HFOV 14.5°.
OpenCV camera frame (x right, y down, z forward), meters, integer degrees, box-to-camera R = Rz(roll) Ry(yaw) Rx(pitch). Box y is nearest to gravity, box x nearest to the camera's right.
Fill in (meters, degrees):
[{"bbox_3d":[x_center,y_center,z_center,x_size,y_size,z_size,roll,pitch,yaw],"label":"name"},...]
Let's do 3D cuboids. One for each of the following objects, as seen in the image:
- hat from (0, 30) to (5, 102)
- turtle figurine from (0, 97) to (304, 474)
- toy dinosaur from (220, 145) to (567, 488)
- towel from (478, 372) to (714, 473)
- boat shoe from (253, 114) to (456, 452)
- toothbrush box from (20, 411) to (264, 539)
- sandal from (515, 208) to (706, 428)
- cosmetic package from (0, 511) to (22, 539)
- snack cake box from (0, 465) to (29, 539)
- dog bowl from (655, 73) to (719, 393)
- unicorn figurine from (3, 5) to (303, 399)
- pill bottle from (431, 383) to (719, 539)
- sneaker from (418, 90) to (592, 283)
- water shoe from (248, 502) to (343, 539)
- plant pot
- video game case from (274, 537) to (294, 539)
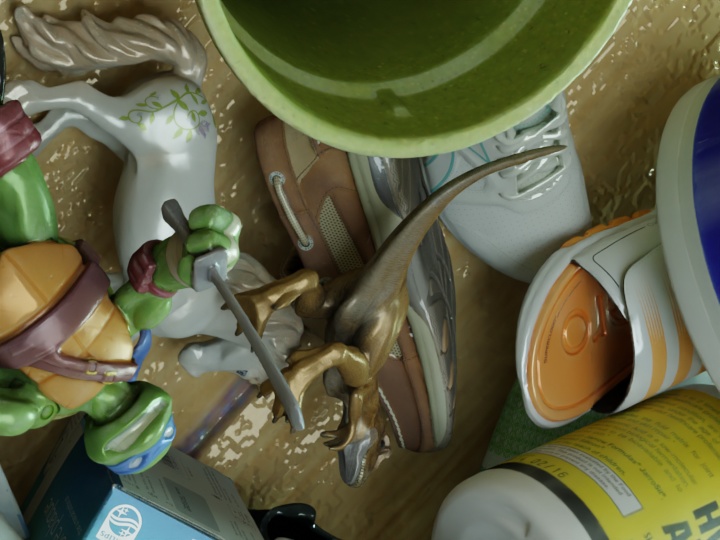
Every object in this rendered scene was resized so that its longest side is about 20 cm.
[{"bbox_3d":[-0.244,-0.081,1.104,0.199,0.081,0.202,-9,109,-26],"label":"hat"},{"bbox_3d":[-0.122,0.007,1.055,0.143,0.200,0.194,-32,106,19],"label":"turtle figurine"},{"bbox_3d":[0.002,0.013,1.204,0.106,0.060,0.201,-20,147,-36],"label":"toy dinosaur"},{"bbox_3d":[0.118,0.106,1.389,0.148,0.031,0.201,17,103,-28],"label":"towel"},{"bbox_3d":[0.000,0.000,1.269,0.071,0.076,0.201,-8,126,10],"label":"boat shoe"},{"bbox_3d":[-0.127,0.175,1.211,0.085,0.146,0.201,28,96,-15],"label":"toothbrush box"},{"bbox_3d":[0.154,0.005,1.310,0.206,0.059,0.080,-31,119,-34],"label":"sandal"},{"bbox_3d":[-0.193,0.195,1.112,0.200,0.052,0.151,-38,86,5],"label":"cosmetic package"},{"bbox_3d":[-0.252,0.100,1.175,0.199,0.067,0.116,-28,118,-15],"label":"snack cake box"},{"bbox_3d":[0.224,-0.007,1.297,0.200,0.079,0.201,28,51,-41],"label":"dog bowl"},{"bbox_3d":[-0.091,-0.013,1.209,0.136,0.074,0.201,-7,114,-20],"label":"unicorn figurine"},{"bbox_3d":[0.138,0.117,1.305,0.199,0.111,0.112,-21,118,-36],"label":"pill bottle"},{"bbox_3d":[0.061,-0.069,1.262,0.070,0.080,0.201,-33,121,-14],"label":"sneaker"},{"bbox_3d":[0.009,0.180,1.306,0.200,0.079,0.072,37,52,-24],"label":"water shoe"},{"bbox_3d":[-0.010,-0.168,1.127,0.199,0.184,0.202,-10,113,-23],"label":"plant pot"},{"bbox_3d":[0.049,0.217,1.256,0.199,0.022,0.183,14,127,14],"label":"video game case"}]
